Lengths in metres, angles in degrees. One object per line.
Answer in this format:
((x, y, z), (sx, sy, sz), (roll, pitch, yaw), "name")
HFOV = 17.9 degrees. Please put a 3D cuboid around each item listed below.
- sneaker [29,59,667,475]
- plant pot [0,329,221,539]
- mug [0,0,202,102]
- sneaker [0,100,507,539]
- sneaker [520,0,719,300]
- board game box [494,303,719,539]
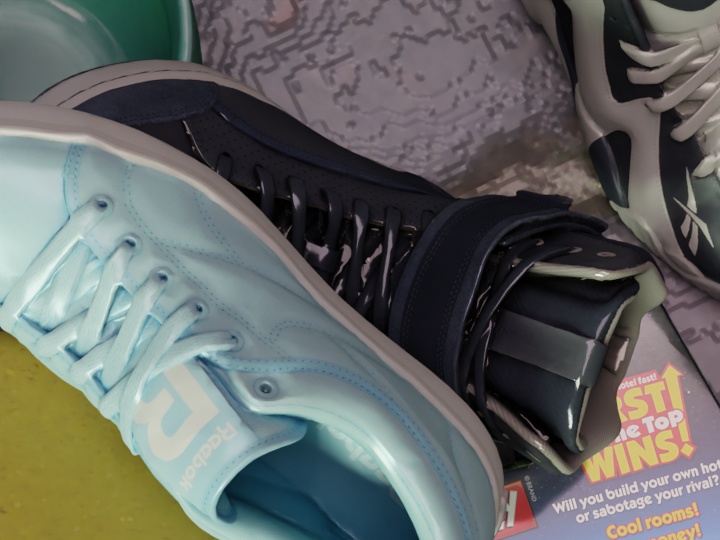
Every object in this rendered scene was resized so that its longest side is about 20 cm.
((0.001, -0.001, 0.691), (0.202, 0.146, 0.077), (13, 101, -41), "sneaker")
((-0.118, 0.135, 0.686), (0.200, 0.194, 0.195), (-42, 68, -11), "plant pot")
((-0.119, -0.074, 0.783), (0.152, 0.114, 0.185), (41, 80, 7), "mug")
((-0.043, 0.025, 0.623), (0.200, 0.082, 0.074), (33, 106, -4), "sneaker")
((0.115, -0.078, 0.780), (0.079, 0.130, 0.200), (-24, 80, -4), "sneaker")
((0.074, 0.115, 0.777), (0.199, 0.062, 0.201), (-14, 78, -3), "board game box")
